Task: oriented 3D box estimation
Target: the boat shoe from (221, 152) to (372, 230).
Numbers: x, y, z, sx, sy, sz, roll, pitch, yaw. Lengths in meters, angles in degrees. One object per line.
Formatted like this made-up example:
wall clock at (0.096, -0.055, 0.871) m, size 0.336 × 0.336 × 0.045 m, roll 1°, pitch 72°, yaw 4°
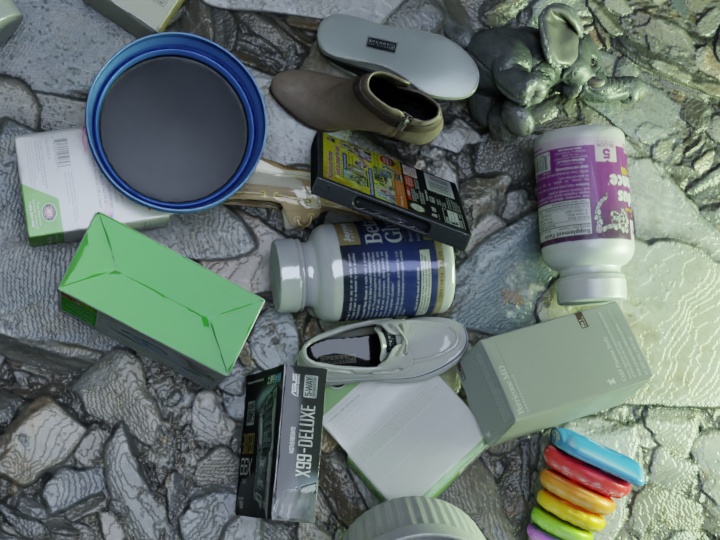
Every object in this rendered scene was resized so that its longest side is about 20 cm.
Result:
boat shoe at (-0.078, -0.080, 1.674) m, size 0.198 × 0.074 × 0.070 m, roll 15°, pitch 82°, yaw 0°

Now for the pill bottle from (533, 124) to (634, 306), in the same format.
pill bottle at (0.265, -0.062, 1.718) m, size 0.111 × 0.112 × 0.203 m, roll -2°, pitch 83°, yaw -12°

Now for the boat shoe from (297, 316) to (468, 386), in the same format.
boat shoe at (0.027, 0.085, 1.641) m, size 0.197 × 0.066 × 0.073 m, roll -4°, pitch 72°, yaw -5°

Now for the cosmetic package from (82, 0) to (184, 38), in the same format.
cosmetic package at (-0.226, -0.371, 1.679) m, size 0.105 × 0.071 × 0.201 m, roll 34°, pitch 77°, yaw -6°

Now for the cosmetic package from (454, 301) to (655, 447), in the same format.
cosmetic package at (0.220, 0.117, 1.667) m, size 0.198 × 0.090 × 0.108 m, roll -14°, pitch 69°, yaw -29°

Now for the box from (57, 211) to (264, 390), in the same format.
box at (-0.218, 0.036, 1.570) m, size 0.198 × 0.176 × 0.097 m, roll 28°, pitch 76°, yaw -7°

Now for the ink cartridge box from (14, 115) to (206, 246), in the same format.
ink cartridge box at (-0.279, -0.101, 1.632) m, size 0.197 × 0.067 × 0.119 m, roll -8°, pitch 82°, yaw -12°

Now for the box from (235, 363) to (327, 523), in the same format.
box at (-0.087, 0.187, 1.565) m, size 0.049 × 0.200 × 0.160 m, roll 7°, pitch 81°, yaw -15°

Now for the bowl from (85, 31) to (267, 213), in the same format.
bowl at (-0.203, -0.159, 1.602) m, size 0.198 × 0.039 × 0.203 m, roll 3°, pitch 79°, yaw -14°

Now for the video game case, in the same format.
video game case at (0.030, -0.092, 1.636) m, size 0.179 × 0.200 × 0.026 m, roll 21°, pitch 108°, yaw -9°

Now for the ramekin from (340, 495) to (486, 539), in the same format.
ramekin at (0.059, 0.343, 1.589) m, size 0.197 × 0.105 × 0.203 m, roll -3°, pitch 113°, yaw -6°

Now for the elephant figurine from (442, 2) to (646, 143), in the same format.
elephant figurine at (0.224, -0.249, 1.740) m, size 0.199 × 0.141 × 0.156 m, roll -32°, pitch 131°, yaw -22°

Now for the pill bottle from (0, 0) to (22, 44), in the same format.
pill bottle at (-0.465, -0.334, 1.599) m, size 0.119 × 0.120 × 0.201 m, roll -37°, pitch 91°, yaw -14°

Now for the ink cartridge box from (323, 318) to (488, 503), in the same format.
ink cartridge box at (0.036, 0.169, 1.673) m, size 0.145 × 0.048 × 0.200 m, roll -40°, pitch 76°, yaw -14°

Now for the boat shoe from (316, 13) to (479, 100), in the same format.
boat shoe at (0.045, -0.246, 1.704) m, size 0.198 × 0.064 × 0.071 m, roll 21°, pitch 79°, yaw 8°

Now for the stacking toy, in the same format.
stacking toy at (0.234, 0.292, 1.680) m, size 0.109 × 0.116 × 0.202 m, roll 24°, pitch 92°, yaw -4°

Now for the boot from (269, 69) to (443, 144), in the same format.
boot at (0.000, -0.197, 1.664) m, size 0.198 × 0.146 × 0.071 m, roll 17°, pitch 81°, yaw -9°

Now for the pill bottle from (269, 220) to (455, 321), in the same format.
pill bottle at (0.000, 0.000, 1.654) m, size 0.197 × 0.111 × 0.113 m, roll -4°, pitch 83°, yaw -13°
